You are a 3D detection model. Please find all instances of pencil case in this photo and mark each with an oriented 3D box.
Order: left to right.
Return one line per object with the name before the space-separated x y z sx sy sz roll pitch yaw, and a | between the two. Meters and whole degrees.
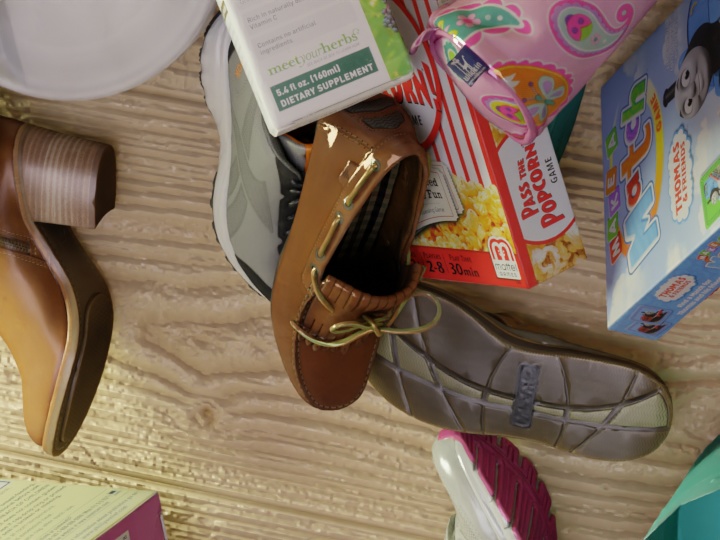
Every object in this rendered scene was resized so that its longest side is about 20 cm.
pencil case | 0.118 -0.159 1.387 0.087 0.087 0.200 44 83 -3

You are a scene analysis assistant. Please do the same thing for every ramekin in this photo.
ramekin | -0.159 -0.203 1.529 0.201 0.094 0.204 5 111 14

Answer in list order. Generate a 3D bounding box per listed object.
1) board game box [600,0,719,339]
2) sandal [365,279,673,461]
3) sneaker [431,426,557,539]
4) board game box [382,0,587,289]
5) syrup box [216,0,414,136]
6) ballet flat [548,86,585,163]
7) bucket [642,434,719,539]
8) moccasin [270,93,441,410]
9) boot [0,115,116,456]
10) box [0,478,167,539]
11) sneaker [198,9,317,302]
board game box | 0.183 -0.073 1.406 0.036 0.152 0.200 10 151 -18
sandal | 0.086 0.055 1.577 0.199 0.054 0.081 16 112 9
sneaker | 0.076 0.186 1.614 0.088 0.081 0.201 -16 104 19
board game box | 0.037 -0.094 1.495 0.151 0.046 0.201 5 117 57
syrup box | -0.047 -0.177 1.408 0.078 0.081 0.201 -22 92 -3
ballet flat | 0.107 -0.135 1.495 0.068 0.068 0.201 34 116 14
bucket | 0.252 0.181 1.531 0.206 0.135 0.208 6 111 15
moccasin | 0.001 0.000 1.503 0.078 0.073 0.202 50 135 38
boot | -0.230 0.006 1.635 0.154 0.077 0.201 7 109 12
box | -0.211 0.228 1.677 0.199 0.097 0.177 2 112 33
sneaker | -0.041 -0.053 1.535 0.079 0.074 0.201 38 146 47
